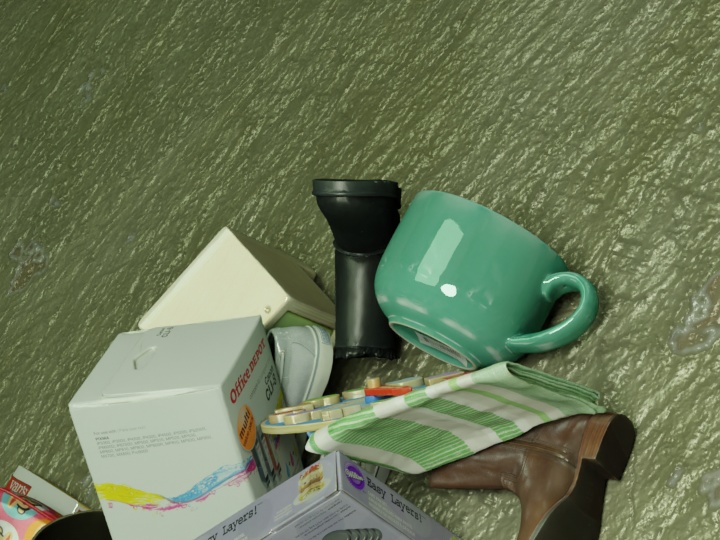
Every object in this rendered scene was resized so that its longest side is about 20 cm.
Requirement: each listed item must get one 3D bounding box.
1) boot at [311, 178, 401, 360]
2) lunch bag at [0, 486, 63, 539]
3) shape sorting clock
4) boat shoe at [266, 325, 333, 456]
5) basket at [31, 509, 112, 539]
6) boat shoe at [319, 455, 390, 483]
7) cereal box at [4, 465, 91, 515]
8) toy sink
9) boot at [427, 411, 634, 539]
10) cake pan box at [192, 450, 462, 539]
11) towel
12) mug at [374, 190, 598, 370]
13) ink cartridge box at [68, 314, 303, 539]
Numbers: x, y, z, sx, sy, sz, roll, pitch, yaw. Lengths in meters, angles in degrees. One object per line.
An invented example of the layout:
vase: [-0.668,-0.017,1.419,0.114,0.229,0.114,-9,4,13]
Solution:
boot: [-0.001,0.000,1.730,0.073,0.198,0.163,3,89,10]
lunch bag: [-0.350,0.333,1.921,0.176,0.082,0.200,28,81,18]
shape sorting clock: [0.013,0.111,1.625,0.200,0.200,0.039,-7,91,46]
boat shoe: [-0.088,0.137,1.778,0.070,0.071,0.201,-123,47,-56]
basket: [-0.254,0.340,1.757,0.136,0.180,0.200,43,122,31]
boat shoe: [-0.025,0.212,1.698,0.071,0.070,0.200,-7,56,46]
cereal box: [-0.372,0.317,2.031,0.144,0.040,0.200,17,75,52]
toy sink: [-0.096,0.059,1.853,0.130,0.200,0.112,-47,65,7]
boot: [0.110,0.183,1.572,0.200,0.064,0.187,4,51,47]
cake pan box: [-0.032,0.252,1.576,0.200,0.184,0.052,-36,35,25]
towel: [0.074,0.120,1.510,0.200,0.152,0.023,-21,65,32]
mug: [0.096,0.018,1.646,0.115,0.152,0.185,-61,23,-11]
ink cartridge box: [-0.145,0.162,1.680,0.144,0.200,0.145,-9,23,16]
